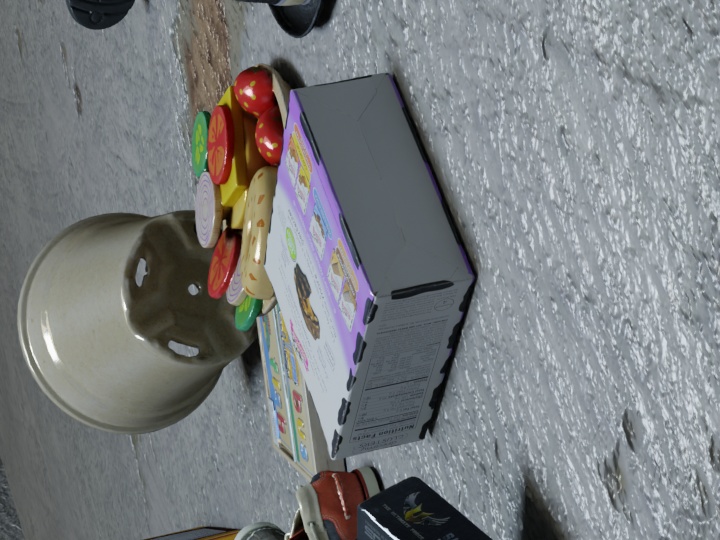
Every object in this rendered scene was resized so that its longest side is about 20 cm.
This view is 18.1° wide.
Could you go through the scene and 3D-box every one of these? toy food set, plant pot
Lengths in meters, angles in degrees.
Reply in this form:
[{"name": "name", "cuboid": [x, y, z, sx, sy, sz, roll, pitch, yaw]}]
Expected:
[{"name": "toy food set", "cuboid": [-0.085, -0.057, 1.721, 0.198, 0.048, 0.201, 133, 134, -64]}, {"name": "plant pot", "cuboid": [-0.173, 0.030, 1.935, 0.183, 0.200, 0.201, -25, 77, 63]}]

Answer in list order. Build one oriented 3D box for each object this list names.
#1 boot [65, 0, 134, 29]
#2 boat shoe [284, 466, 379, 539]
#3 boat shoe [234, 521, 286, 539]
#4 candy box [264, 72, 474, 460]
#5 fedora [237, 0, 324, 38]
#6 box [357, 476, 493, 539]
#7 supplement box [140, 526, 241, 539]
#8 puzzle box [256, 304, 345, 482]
[{"name": "boot", "cuboid": [-0.269, -0.340, 2.171, 0.168, 0.076, 0.201, -151, 58, -65]}, {"name": "boat shoe", "cuboid": [-0.029, 0.207, 1.746, 0.200, 0.062, 0.071, 109, 145, -63]}, {"name": "boat shoe", "cuboid": [-0.067, 0.319, 1.937, 0.060, 0.072, 0.202, -171, 69, -71]}, {"name": "candy box", "cuboid": [0.000, 0.000, 1.482, 0.200, 0.071, 0.168, 103, 151, -55]}, {"name": "fedora", "cuboid": [-0.087, -0.252, 1.568, 0.201, 0.091, 0.201, 169, 90, -74]}, {"name": "box", "cuboid": [0.074, 0.238, 1.326, 0.200, 0.051, 0.158, 37, 139, 41]}, {"name": "supplement box", "cuboid": [-0.179, 0.367, 2.252, 0.200, 0.132, 0.198, 160, 99, -75]}, {"name": "puzzle box", "cuboid": [-0.054, 0.063, 1.798, 0.133, 0.025, 0.201, -151, 52, -69]}]
